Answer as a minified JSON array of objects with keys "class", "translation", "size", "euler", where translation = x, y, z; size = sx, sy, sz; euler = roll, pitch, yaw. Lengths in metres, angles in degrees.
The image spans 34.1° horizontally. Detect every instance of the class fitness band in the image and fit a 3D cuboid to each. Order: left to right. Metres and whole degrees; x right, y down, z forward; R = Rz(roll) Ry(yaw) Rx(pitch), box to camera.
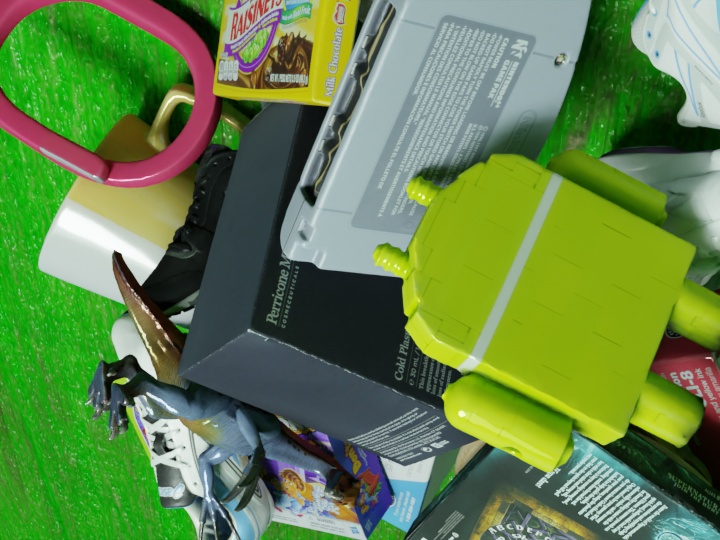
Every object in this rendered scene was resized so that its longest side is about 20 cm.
[{"class":"fitness band","translation":[-0.200,-0.147,0.893],"size":[0.200,0.144,0.037],"euler":[30,170,9]}]

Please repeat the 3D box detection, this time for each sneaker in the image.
[{"class":"sneaker","translation":[-0.125,0.121,0.839],"size":[0.072,0.072,0.200],"euler":[-10,112,41]},{"class":"sneaker","translation":[-0.108,-0.045,0.884],"size":[0.088,0.200,0.076],"euler":[56,157,-15]},{"class":"sneaker","translation":[0.189,-0.158,0.665],"size":[0.086,0.075,0.200],"euler":[5,129,39]},{"class":"sneaker","translation":[0.216,-0.027,0.709],"size":[0.200,0.075,0.100],"euler":[5,89,62]}]

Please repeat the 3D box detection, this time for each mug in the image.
[{"class":"mug","translation":[-0.156,-0.036,0.960],"size":[0.153,0.150,0.187],"euler":[31,145,-4]}]

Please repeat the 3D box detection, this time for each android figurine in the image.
[{"class":"android figurine","translation":[0.106,0.014,0.653],"size":[0.199,0.182,0.041],"euler":[25,160,0]}]

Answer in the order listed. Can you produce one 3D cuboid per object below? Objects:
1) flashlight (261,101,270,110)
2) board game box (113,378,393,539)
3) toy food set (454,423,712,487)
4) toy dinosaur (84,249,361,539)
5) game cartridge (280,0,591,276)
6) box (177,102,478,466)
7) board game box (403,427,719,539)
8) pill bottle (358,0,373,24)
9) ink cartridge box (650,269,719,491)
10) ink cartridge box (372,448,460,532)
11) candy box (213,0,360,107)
[{"class":"flashlight","translation":[0.021,-0.133,0.807],"size":[0.200,0.068,0.068],"euler":[-11,82,37]},{"class":"board game box","translation":[-0.085,0.128,0.904],"size":[0.199,0.045,0.135],"euler":[3,126,33]},{"class":"toy food set","translation":[0.157,0.161,0.767],"size":[0.198,0.049,0.200],"euler":[-23,112,44]},{"class":"toy dinosaur","translation":[-0.080,0.096,0.778],"size":[0.181,0.201,0.105],"euler":[10,172,-28]},{"class":"game cartridge","translation":[0.046,-0.085,0.674],"size":[0.133,0.041,0.200],"euler":[9,121,-29]},{"class":"box","translation":[0.000,0.000,0.782],"size":[0.182,0.201,0.104],"euler":[26,148,-24]},{"class":"board game box","translation":[0.122,0.161,0.732],"size":[0.135,0.028,0.200],"euler":[35,138,2]},{"class":"pill bottle","translation":[0.068,-0.218,0.663],"size":[0.109,0.109,0.200],"euler":[40,139,-3]},{"class":"ink cartridge box","translation":[0.195,0.078,0.812],"size":[0.200,0.145,0.145],"euler":[-13,119,40]},{"class":"ink cartridge box","translation":[-0.004,0.077,0.946],"size":[0.200,0.146,0.147],"euler":[25,136,15]},{"class":"candy box","translation":[-0.050,-0.159,0.749],"size":[0.026,0.103,0.200],"euler":[8,-175,-25]}]
